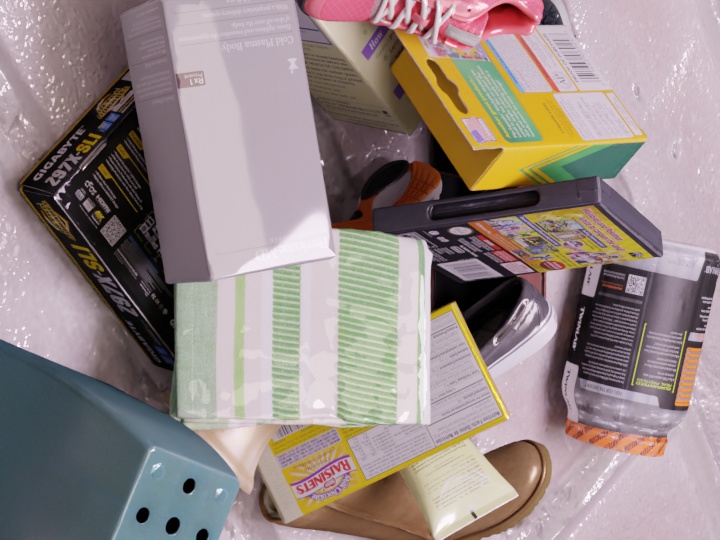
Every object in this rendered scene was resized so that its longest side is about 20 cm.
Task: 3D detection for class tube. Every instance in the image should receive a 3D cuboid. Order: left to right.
[{"bbox_3d":[0.040,0.124,1.527,0.058,0.200,0.052,-48,150,21],"label":"tube"}]

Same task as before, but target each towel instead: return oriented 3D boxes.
[{"bbox_3d":[-0.042,0.043,1.403,0.199,0.023,0.153,2,87,-18],"label":"towel"}]

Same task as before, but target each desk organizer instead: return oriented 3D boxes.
[{"bbox_3d":[0.110,-0.056,1.630,0.077,0.072,0.201,-14,110,-39],"label":"desk organizer"}]

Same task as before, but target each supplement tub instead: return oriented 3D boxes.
[{"bbox_3d":[0.259,0.067,1.769,0.122,0.122,0.201,10,94,-45],"label":"supplement tub"}]

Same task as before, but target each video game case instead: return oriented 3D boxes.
[{"bbox_3d":[0.129,-0.030,1.494,0.200,0.180,0.026,27,58,-65],"label":"video game case"}]

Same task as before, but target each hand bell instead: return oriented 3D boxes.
[{"bbox_3d":[-0.046,0.067,1.444,0.200,0.104,0.104,-42,129,-3],"label":"hand bell"}]

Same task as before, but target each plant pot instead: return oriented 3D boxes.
[{"bbox_3d":[-0.188,0.148,1.304,0.141,0.200,0.142,28,80,-44],"label":"plant pot"}]

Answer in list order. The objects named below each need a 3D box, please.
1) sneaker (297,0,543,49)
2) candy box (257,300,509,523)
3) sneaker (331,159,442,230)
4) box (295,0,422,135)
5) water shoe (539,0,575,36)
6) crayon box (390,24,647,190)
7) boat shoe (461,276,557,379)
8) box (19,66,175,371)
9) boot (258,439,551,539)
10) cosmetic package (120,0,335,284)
[{"bbox_3d":[0.052,-0.199,1.360,0.200,0.087,0.074,-11,149,-31],"label":"sneaker"},{"bbox_3d":[0.007,0.112,1.484,0.200,0.026,0.102,-26,93,8],"label":"candy box"},{"bbox_3d":[0.000,0.000,1.540,0.200,0.076,0.092,-38,135,-25],"label":"sneaker"},{"bbox_3d":[0.003,-0.238,1.459,0.176,0.097,0.200,-57,133,-16],"label":"box"},{"bbox_3d":[0.168,-0.158,1.675,0.079,0.071,0.201,-50,135,-59],"label":"water shoe"},{"bbox_3d":[0.111,-0.127,1.438,0.200,0.126,0.052,-6,146,-43],"label":"crayon box"},{"bbox_3d":[0.074,0.076,1.595,0.200,0.070,0.066,-34,126,4],"label":"boat shoe"},{"bbox_3d":[-0.140,-0.045,1.406,0.160,0.049,0.200,-53,131,-24],"label":"box"},{"bbox_3d":[0.043,0.182,1.581,0.175,0.066,0.200,-39,141,23],"label":"boot"},{"bbox_3d":[-0.093,-0.095,1.327,0.107,0.090,0.201,-13,92,-28],"label":"cosmetic package"}]
